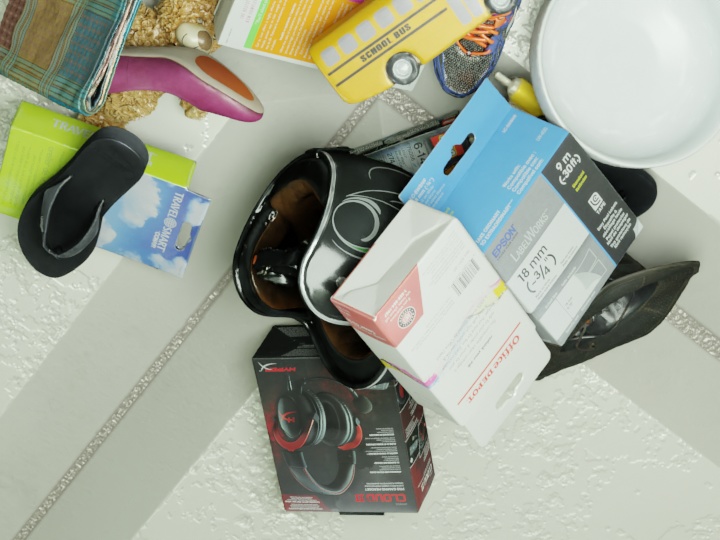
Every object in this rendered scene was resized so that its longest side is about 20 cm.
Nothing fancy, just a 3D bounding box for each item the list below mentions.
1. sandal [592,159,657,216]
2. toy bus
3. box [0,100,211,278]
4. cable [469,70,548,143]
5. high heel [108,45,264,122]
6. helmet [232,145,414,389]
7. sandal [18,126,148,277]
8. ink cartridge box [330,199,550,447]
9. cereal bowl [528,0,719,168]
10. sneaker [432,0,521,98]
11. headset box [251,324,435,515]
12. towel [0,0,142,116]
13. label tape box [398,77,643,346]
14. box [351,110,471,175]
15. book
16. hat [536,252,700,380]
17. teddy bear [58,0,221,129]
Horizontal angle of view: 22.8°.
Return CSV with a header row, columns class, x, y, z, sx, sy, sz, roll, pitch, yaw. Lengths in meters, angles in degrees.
class,x,y,z,sx,sy,sz,roll,pitch,yaw
sandal,0.188,-0.070,1.697,0.198,0.043,0.076,4,134,-15
toy bus,0.056,-0.226,1.575,0.199,0.065,0.078,-35,102,16
box,-0.247,-0.077,1.715,0.198,0.048,0.122,19,135,-6
cable,0.197,-0.118,1.694,0.198,0.050,0.098,18,110,-10
high heel,-0.187,-0.163,1.624,0.199,0.067,0.097,31,112,7
helmet,0.000,0.000,1.640,0.190,0.201,0.200,29,111,-29
sandal,-0.267,-0.059,1.663,0.076,0.043,0.200,28,133,-13
ink cartridge box,0.075,0.050,1.553,0.117,0.067,0.200,-50,130,-15
cereal bowl,0.244,-0.192,1.637,0.198,0.083,0.202,0,92,-12
sneaker,0.115,-0.251,1.637,0.075,0.079,0.201,17,111,-4
headset box,-0.013,0.157,1.788,0.147,0.075,0.202,-1,116,19
towel,-0.265,-0.227,1.594,0.022,0.199,0.148,18,95,-42
label tape box,0.147,-0.051,1.597,0.200,0.063,0.145,46,71,-31
box,0.067,-0.040,1.744,0.136,0.040,0.201,-20,110,10
book,-0.018,-0.246,1.619,0.198,0.048,0.134,13,128,-21
hat,0.226,0.022,1.729,0.200,0.200,0.081,-39,67,16
teddy bear,-0.203,-0.195,1.677,0.198,0.067,0.146,-16,113,9
